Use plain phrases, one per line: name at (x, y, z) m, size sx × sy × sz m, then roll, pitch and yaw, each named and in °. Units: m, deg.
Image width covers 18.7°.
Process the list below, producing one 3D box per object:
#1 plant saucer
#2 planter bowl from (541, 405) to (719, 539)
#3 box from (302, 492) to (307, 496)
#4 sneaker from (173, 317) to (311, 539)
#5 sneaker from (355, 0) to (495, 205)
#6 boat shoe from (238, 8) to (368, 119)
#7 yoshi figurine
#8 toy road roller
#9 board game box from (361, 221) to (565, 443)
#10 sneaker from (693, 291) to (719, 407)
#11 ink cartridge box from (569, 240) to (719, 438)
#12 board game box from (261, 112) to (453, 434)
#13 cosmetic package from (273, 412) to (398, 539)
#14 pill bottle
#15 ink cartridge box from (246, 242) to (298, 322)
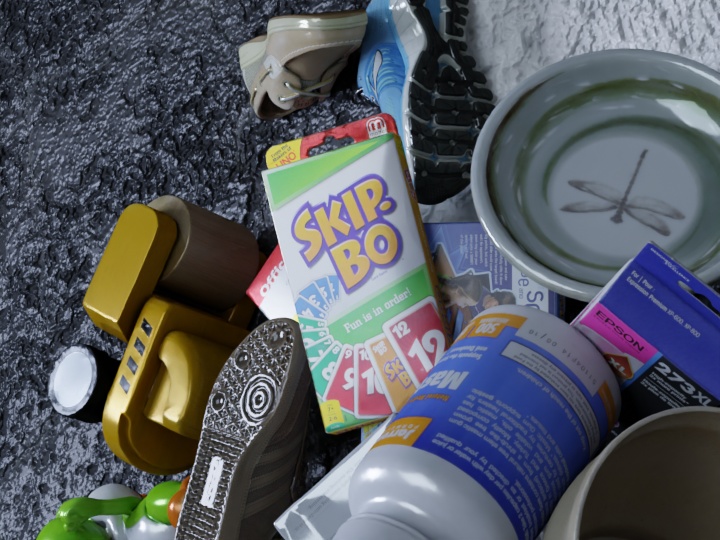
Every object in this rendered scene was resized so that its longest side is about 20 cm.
plant saucer at (0.172, -0.053, 1.413) m, size 0.200 × 0.050 × 0.200 m, roll -3°, pitch 57°, yaw 4°
planter bowl at (0.182, 0.195, 1.283) m, size 0.135 × 0.200 × 0.201 m, roll 139°, pitch 132°, yaw -57°
box at (0.029, 0.228, 1.501) m, size 0.117 × 0.048 × 0.200 m, roll -31°, pitch 59°, yaw 32°
sneaker at (-0.071, 0.130, 1.565) m, size 0.070 × 0.075 × 0.200 m, roll 28°, pitch 98°, yaw 44°
sneaker at (0.042, -0.132, 1.601) m, size 0.090 × 0.078 × 0.200 m, roll -40°, pitch 45°, yaw 47°
boat shoe at (-0.042, -0.154, 1.642) m, size 0.200 × 0.072 × 0.065 m, roll 166°, pitch 98°, yaw -69°
yoshi figurine at (-0.175, 0.209, 1.659) m, size 0.200 × 0.112 × 0.113 m, roll -9°, pitch 77°, yaw 44°
toy road roller at (-0.127, 0.057, 1.642) m, size 0.146 × 0.123 × 0.200 m, roll 21°, pitch 89°, yaw 45°
board game box at (0.069, 0.068, 1.458) m, size 0.135 × 0.034 × 0.200 m, roll 0°, pitch 85°, yaw 13°
sneaker at (0.243, 0.045, 1.351) m, size 0.083 × 0.072 × 0.200 m, roll -29°, pitch 23°, yaw -18°
ink cartridge box at (0.173, 0.053, 1.320) m, size 0.037 × 0.095 × 0.200 m, roll -49°, pitch -4°, yaw -23°
board game box at (0.000, 0.000, 1.450) m, size 0.095 × 0.030 × 0.200 m, roll -16°, pitch 79°, yaw 12°
cosmetic package at (0.054, 0.199, 1.392) m, size 0.113 × 0.081 × 0.200 m, roll -41°, pitch 80°, yaw 5°
pill bottle at (0.063, 0.123, 1.297) m, size 0.112 × 0.112 × 0.200 m, roll 1°, pitch 39°, yaw 43°
ink cartridge box at (-0.004, 0.011, 1.584) m, size 0.116 × 0.067 × 0.200 m, roll -56°, pitch 48°, yaw 13°
